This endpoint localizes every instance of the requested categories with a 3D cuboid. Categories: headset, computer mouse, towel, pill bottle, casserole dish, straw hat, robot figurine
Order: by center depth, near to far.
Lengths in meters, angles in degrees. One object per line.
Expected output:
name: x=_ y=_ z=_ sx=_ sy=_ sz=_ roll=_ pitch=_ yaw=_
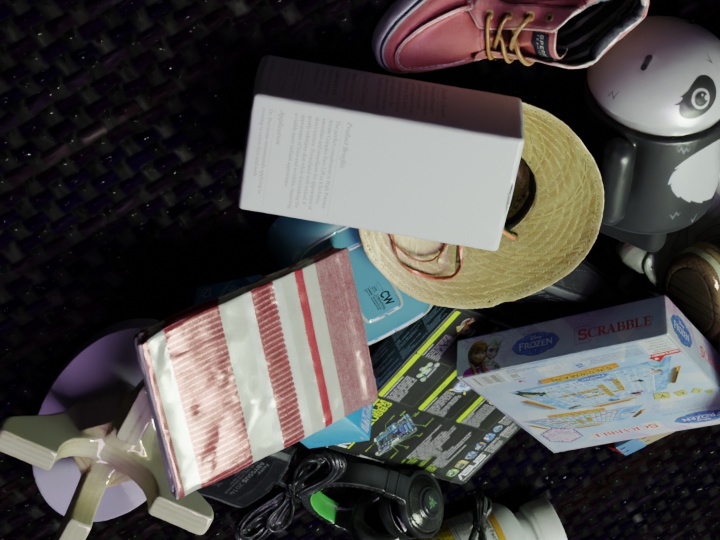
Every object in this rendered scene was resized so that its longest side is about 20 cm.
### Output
towel: x=-0.079 y=0.079 z=1.186 sx=0.200 sy=0.023 sz=0.144 roll=-24 pitch=114 yaw=-30
straw hat: x=0.095 y=-0.071 z=1.208 sx=0.201 sy=0.085 sz=0.201 roll=3 pitch=122 yaw=5
robot figurine: x=0.239 y=-0.110 z=1.216 sx=0.125 sy=0.150 sz=0.200 roll=-4 pitch=135 yaw=-5
casserole dish: x=0.000 y=0.000 z=1.275 sx=0.121 sy=0.039 sz=0.200 roll=-28 pitch=139 yaw=3
computer mouse: x=0.169 y=0.007 z=1.326 sx=0.200 sy=0.053 sz=0.138 roll=19 pitch=164 yaw=-30
computer mouse: x=-0.123 y=0.173 z=1.371 sx=0.138 sy=0.053 sz=0.200 roll=-41 pitch=133 yaw=19
headset: x=0.040 y=0.230 z=1.480 sx=0.200 sy=0.094 sz=0.123 roll=26 pitch=147 yaw=-17
pill bottle: x=0.118 y=0.314 z=1.586 sx=0.200 sy=0.113 sz=0.113 roll=-20 pitch=137 yaw=-7

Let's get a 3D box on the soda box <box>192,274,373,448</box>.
soda box: x=-0.064 y=0.083 z=1.290 sx=0.068 sy=0.064 sz=0.200 roll=-12 pitch=144 yaw=28

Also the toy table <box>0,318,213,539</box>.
toy table: x=-0.205 y=0.148 z=1.227 sx=0.184 sy=0.117 sz=0.200 roll=15 pitch=112 yaw=-8

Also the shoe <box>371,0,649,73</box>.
shoe: x=0.111 y=-0.184 z=1.107 sx=0.200 sy=0.091 sz=0.072 roll=-24 pitch=138 yaw=-2

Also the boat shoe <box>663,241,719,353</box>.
boat shoe: x=0.321 y=0.022 z=1.341 sx=0.076 sy=0.072 sz=0.200 roll=-38 pitch=154 yaw=-9

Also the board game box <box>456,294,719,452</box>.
board game box: x=0.221 y=0.099 z=1.347 sx=0.200 sy=0.041 sz=0.199 roll=-14 pitch=147 yaw=29

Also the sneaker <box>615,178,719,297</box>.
sneaker: x=0.282 y=-0.035 z=1.344 sx=0.099 sy=0.078 sz=0.200 roll=-14 pitch=136 yaw=-19

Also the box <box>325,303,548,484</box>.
box: x=0.088 y=0.112 z=1.423 sx=0.193 sy=0.048 sz=0.200 roll=22 pitch=120 yaw=-37

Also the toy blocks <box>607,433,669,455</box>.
toy blocks: x=0.276 y=0.118 z=1.497 sx=0.137 sy=0.100 sz=0.200 roll=-30 pitch=142 yaw=21

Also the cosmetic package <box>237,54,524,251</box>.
cosmetic package: x=0.015 y=-0.088 z=1.111 sx=0.200 sy=0.074 sz=0.102 roll=10 pitch=124 yaw=-3
